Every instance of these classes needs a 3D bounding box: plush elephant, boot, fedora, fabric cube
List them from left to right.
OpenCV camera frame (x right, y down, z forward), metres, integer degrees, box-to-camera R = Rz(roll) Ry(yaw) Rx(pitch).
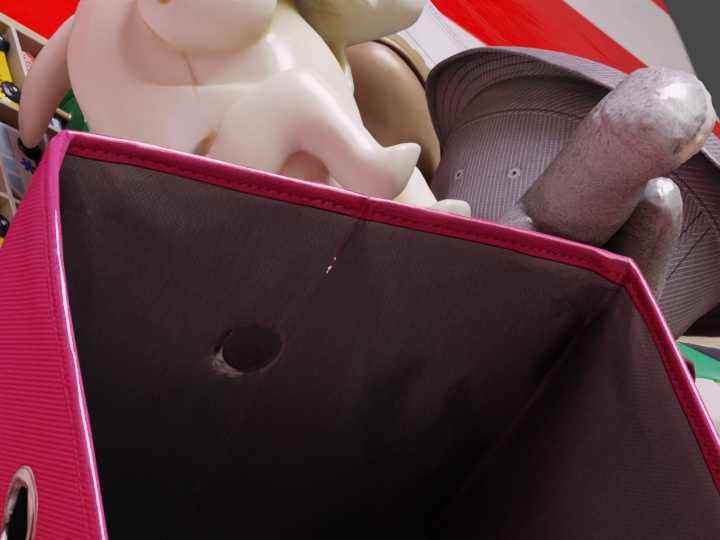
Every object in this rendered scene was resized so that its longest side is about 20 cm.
[{"bbox_3d":[-0.021,0.113,0.496,0.198,0.200,0.197,12,40,-27],"label":"fabric cube"},{"bbox_3d":[0.000,0.000,0.858,0.200,0.066,0.176,-66,144,-56],"label":"boot"},{"bbox_3d":[0.085,-0.010,0.810,0.199,0.090,0.177,10,-39,49],"label":"fedora"},{"bbox_3d":[0.086,0.057,0.679,0.155,0.165,0.200,46,-22,8],"label":"plush elephant"}]

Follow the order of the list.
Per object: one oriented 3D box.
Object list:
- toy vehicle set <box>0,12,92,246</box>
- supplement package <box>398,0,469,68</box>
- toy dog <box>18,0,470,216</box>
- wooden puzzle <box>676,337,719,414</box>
[{"bbox_3d":[-0.150,-0.039,0.785,0.124,0.026,0.201,27,32,-47],"label":"toy vehicle set"},{"bbox_3d":[0.005,-0.084,1.055,0.114,0.109,0.200,48,22,-8],"label":"supplement package"},{"bbox_3d":[-0.054,-0.033,0.725,0.140,0.192,0.202,61,23,-71],"label":"toy dog"},{"bbox_3d":[0.163,0.073,0.868,0.184,0.037,0.200,11,26,-28],"label":"wooden puzzle"}]
